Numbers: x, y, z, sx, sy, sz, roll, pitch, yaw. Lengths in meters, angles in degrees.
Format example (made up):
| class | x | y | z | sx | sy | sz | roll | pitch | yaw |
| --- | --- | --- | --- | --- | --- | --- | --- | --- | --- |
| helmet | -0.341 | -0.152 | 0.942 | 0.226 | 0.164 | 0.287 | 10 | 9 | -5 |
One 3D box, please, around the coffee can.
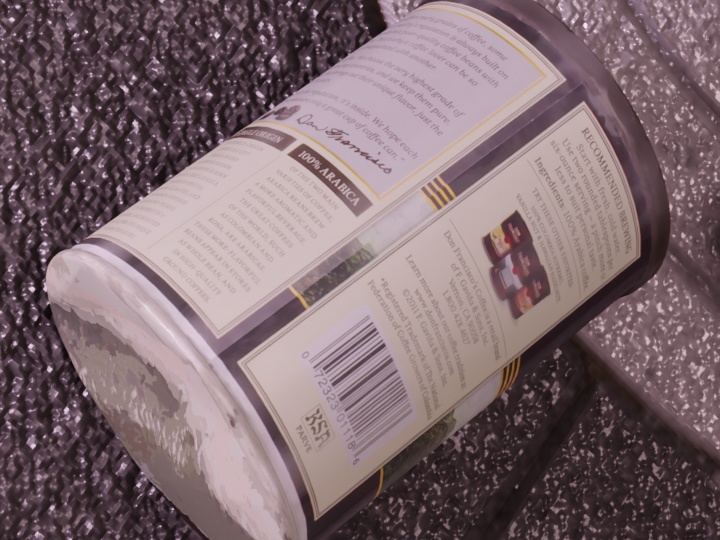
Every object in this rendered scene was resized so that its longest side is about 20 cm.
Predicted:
| class | x | y | z | sx | sy | sz | roll | pitch | yaw |
| --- | --- | --- | --- | --- | --- | --- | --- | --- | --- |
| coffee can | 0.000 | 0.000 | 0.737 | 0.199 | 0.146 | 0.147 | -36 | 102 | -23 |
